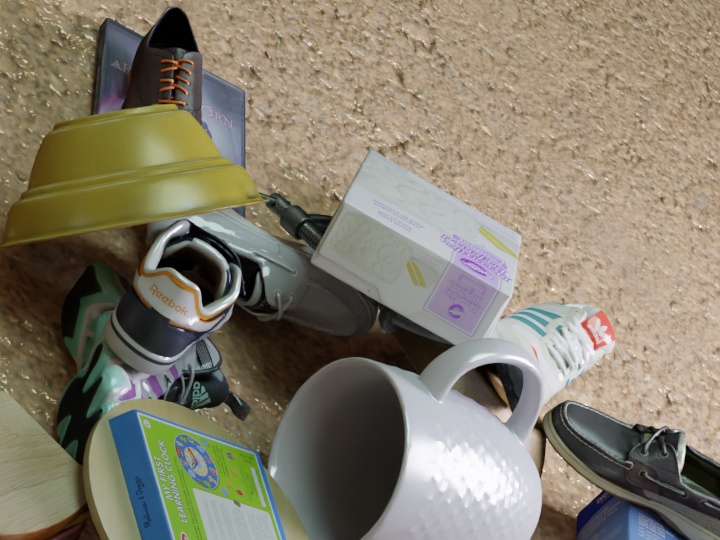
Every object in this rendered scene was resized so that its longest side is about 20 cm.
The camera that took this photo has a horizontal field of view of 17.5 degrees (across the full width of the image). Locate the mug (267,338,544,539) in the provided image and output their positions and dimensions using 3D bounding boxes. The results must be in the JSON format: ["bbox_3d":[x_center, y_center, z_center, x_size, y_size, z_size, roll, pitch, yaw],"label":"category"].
[{"bbox_3d":[0.057,0.135,1.701,0.175,0.200,0.148,21,20,-41],"label":"mug"}]

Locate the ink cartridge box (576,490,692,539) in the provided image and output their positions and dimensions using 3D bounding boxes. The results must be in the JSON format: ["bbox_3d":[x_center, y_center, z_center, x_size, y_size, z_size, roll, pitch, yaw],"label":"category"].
[{"bbox_3d":[0.245,0.253,1.885,0.136,0.076,0.200,32,31,-16],"label":"ink cartridge box"}]

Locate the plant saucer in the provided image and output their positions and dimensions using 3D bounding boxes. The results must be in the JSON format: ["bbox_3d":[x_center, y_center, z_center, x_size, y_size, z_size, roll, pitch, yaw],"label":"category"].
[{"bbox_3d":[0.091,0.087,1.879,0.200,0.035,0.200,48,10,-11],"label":"plant saucer"}]

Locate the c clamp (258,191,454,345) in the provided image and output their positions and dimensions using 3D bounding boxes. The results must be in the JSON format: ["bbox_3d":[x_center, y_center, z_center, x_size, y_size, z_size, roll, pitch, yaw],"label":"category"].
[{"bbox_3d":[0.000,0.000,1.814,0.200,0.027,0.171,40,17,30],"label":"c clamp"}]

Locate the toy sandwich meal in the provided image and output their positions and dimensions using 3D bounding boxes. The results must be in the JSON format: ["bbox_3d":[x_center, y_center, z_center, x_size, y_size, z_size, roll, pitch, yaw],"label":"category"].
[{"bbox_3d":[-0.265,0.113,1.489,0.205,0.070,0.206,29,34,-22],"label":"toy sandwich meal"}]

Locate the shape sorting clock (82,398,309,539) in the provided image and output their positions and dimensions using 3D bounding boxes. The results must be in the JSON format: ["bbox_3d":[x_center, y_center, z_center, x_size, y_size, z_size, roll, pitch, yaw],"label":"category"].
[{"bbox_3d":[-0.104,0.171,1.534,0.200,0.039,0.200,40,27,-25],"label":"shape sorting clock"}]

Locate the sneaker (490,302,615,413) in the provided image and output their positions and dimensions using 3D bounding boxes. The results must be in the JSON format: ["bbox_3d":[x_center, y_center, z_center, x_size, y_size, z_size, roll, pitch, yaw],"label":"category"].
[{"bbox_3d":[0.152,0.057,1.839,0.200,0.093,0.071,-51,120,-82],"label":"sneaker"}]

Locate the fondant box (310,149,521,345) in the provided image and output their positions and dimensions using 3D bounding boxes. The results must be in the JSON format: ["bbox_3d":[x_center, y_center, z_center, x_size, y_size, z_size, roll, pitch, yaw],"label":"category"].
[{"bbox_3d":[0.047,-0.016,1.792,0.144,0.058,0.200,30,16,-2],"label":"fondant box"}]

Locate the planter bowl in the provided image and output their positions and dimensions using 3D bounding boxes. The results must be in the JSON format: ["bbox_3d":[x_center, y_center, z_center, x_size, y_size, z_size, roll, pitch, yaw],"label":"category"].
[{"bbox_3d":[-0.170,-0.073,1.683,0.200,0.200,0.084,-14,94,-54],"label":"planter bowl"}]

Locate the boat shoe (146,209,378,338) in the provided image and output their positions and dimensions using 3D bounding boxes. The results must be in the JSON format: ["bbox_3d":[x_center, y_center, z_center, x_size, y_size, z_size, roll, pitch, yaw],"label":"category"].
[{"bbox_3d":[-0.078,0.005,1.828,0.200,0.072,0.069,34,35,-15],"label":"boat shoe"}]

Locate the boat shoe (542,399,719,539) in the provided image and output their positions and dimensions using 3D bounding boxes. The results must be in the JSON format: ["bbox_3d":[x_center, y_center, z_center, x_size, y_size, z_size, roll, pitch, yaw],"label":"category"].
[{"bbox_3d":[0.242,0.155,1.867,0.200,0.066,0.072,33,33,-6],"label":"boat shoe"}]

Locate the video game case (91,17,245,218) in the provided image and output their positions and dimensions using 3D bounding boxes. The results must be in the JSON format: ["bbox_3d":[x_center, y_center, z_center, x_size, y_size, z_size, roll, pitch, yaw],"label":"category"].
[{"bbox_3d":[-0.158,-0.115,1.935,0.142,0.019,0.201,27,35,-24],"label":"video game case"}]

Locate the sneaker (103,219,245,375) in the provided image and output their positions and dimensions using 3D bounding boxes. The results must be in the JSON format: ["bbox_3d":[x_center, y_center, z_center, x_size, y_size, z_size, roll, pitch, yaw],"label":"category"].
[{"bbox_3d":[-0.117,0.004,1.658,0.078,0.080,0.200,35,22,-5],"label":"sneaker"}]

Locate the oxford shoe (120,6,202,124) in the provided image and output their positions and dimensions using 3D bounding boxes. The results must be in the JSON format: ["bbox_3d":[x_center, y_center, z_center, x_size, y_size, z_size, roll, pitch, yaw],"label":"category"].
[{"bbox_3d":[-0.158,-0.136,1.858,0.071,0.073,0.201,7,38,-13],"label":"oxford shoe"}]

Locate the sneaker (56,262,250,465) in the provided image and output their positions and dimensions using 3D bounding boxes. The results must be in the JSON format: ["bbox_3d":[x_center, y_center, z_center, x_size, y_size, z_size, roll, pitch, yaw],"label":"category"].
[{"bbox_3d":[-0.139,0.087,1.654,0.139,0.078,0.201,25,36,-24],"label":"sneaker"}]
